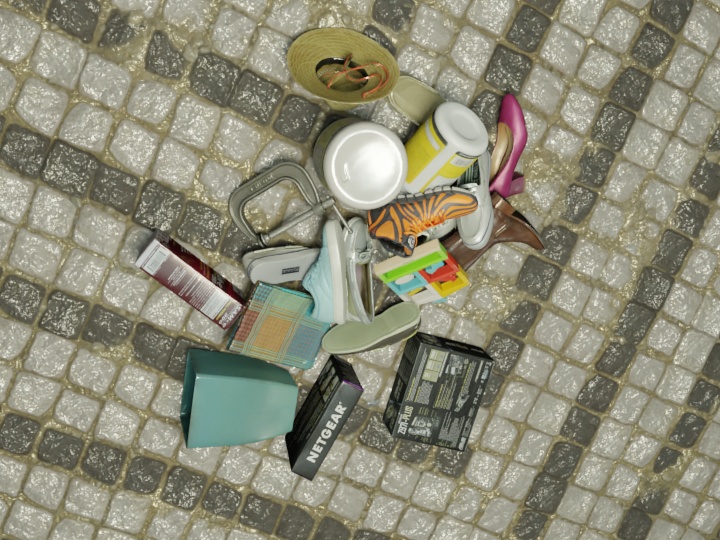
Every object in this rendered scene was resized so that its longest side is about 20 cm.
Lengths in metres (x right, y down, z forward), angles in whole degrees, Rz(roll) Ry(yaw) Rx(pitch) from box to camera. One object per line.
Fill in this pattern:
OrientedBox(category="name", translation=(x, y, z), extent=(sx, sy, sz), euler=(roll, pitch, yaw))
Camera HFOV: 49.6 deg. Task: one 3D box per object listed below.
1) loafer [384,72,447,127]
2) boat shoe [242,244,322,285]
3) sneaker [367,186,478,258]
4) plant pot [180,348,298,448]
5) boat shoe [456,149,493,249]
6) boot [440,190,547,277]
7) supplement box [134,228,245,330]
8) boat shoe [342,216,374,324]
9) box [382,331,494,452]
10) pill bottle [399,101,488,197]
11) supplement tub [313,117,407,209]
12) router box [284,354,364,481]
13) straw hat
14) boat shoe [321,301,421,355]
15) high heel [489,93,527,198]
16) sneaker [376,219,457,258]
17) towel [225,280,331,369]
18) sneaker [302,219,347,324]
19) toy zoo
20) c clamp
OrientedBox(category="loafer", translation=(0.129, -0.296, 1.435), extent=(0.199, 0.068, 0.076), euler=(31, 94, -17))
OrientedBox(category="boat shoe", translation=(-0.124, -0.016, 1.453), extent=(0.198, 0.066, 0.072), euler=(-10, 130, -27))
OrientedBox(category="sneaker", translation=(0.110, -0.079, 1.369), extent=(0.198, 0.113, 0.078), euler=(-7, 146, 16))
OrientedBox(category="plant pot", translation=(-0.226, 0.239, 1.463), extent=(0.198, 0.141, 0.143), euler=(5, 103, -20))
OrientedBox(category="boat shoe", translation=(0.201, -0.141, 1.440), extent=(0.067, 0.073, 0.202), euler=(28, 58, -53))
OrientedBox(category="boot", translation=(0.244, -0.037, 1.525), extent=(0.186, 0.064, 0.200), euler=(37, 105, -29))
OrientedBox(category="supplement box", translation=(-0.304, 0.015, 1.404), extent=(0.200, 0.109, 0.061), euler=(39, 93, -18))
OrientedBox(category="boat shoe", translation=(-0.001, 0.001, 1.468), extent=(0.064, 0.074, 0.204), euler=(12, 107, 30))
OrientedBox(category="box", translation=(0.154, 0.241, 1.560), extent=(0.162, 0.086, 0.202), euler=(14, 100, -14))
OrientedBox(category="pill bottle", translation=(0.129, -0.198, 1.396), extent=(0.111, 0.113, 0.200), euler=(29, 137, -16))
OrientedBox(category="supplement tub", translation=(-0.006, -0.191, 1.365), extent=(0.143, 0.200, 0.147), euler=(-2, 104, -10))
OrientedBox(category="router box", translation=(-0.074, 0.278, 1.492), extent=(0.051, 0.149, 0.201), euler=(27, 97, -15))
OrientedBox(category="straw hat", translation=(-0.035, -0.332, 1.382), extent=(0.199, 0.203, 0.085), euler=(-2, 147, -11))
OrientedBox(category="boat shoe", translation=(0.025, 0.125, 1.516), extent=(0.199, 0.072, 0.061), euler=(-19, 144, -2))
OrientedBox(category="high heel", translation=(0.263, -0.227, 1.476), extent=(0.095, 0.067, 0.202), euler=(-15, 109, -18))
OrientedBox(category="sneaker", translation=(0.131, -0.076, 1.465), extent=(0.199, 0.116, 0.074), euler=(-34, 105, -3))
OrientedBox(category="towel", translation=(-0.140, 0.106, 1.460), extent=(0.199, 0.022, 0.148), euler=(19, 100, -42))
OrientedBox(category="sneaker", translation=(-0.068, 0.006, 1.412), extent=(0.081, 0.074, 0.202), euler=(0, 109, 5))
OrientedBox(category="toy zoo", translation=(0.124, 0.014, 1.471), extent=(0.130, 0.021, 0.200), euler=(-23, 148, 18))
OrientedBox(category="c clamp", translation=(-0.138, -0.105, 1.420), extent=(0.199, 0.027, 0.172), euler=(-22, 105, 17))
